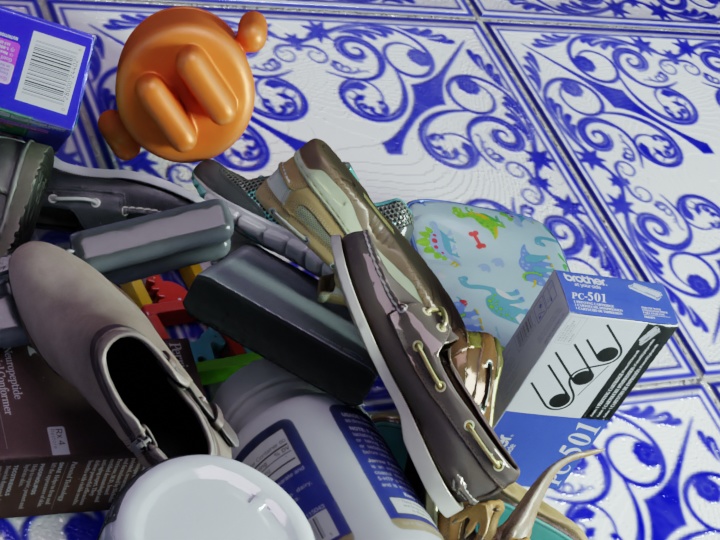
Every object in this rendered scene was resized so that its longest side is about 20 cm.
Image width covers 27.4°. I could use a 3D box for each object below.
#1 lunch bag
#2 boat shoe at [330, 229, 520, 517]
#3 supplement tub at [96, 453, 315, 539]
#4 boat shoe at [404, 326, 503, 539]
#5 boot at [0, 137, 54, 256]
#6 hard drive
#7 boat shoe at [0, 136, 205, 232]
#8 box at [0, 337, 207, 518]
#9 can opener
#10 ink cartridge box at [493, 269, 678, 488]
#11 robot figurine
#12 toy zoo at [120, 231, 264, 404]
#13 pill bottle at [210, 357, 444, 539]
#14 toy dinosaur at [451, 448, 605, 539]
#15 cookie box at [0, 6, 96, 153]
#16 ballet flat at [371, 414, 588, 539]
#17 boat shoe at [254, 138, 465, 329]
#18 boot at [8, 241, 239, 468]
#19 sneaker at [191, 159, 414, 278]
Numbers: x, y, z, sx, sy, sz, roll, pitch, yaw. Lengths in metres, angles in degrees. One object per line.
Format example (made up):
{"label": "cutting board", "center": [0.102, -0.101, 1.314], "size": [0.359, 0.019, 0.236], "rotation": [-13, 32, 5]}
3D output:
{"label": "lunch bag", "center": [0.101, 0.032, 1.225], "size": [0.160, 0.083, 0.201], "rotation": [7, 42, -22]}
{"label": "boat shoe", "center": [0.040, 0.059, 0.979], "size": [0.201, 0.059, 0.072], "rotation": [66, 8, 9]}
{"label": "supplement tub", "center": [-0.108, 0.208, 0.849], "size": [0.122, 0.201, 0.123], "rotation": [13, 45, -14]}
{"label": "boat shoe", "center": [0.068, 0.141, 1.039], "size": [0.067, 0.202, 0.072], "rotation": [3, 1, -16]}
{"label": "boot", "center": [-0.340, -0.043, 1.073], "size": [0.198, 0.073, 0.183], "rotation": [15, 66, -2]}
{"label": "hard drive", "center": [-0.046, 0.035, 1.078], "size": [0.139, 0.033, 0.200], "rotation": [30, 9, 1]}
{"label": "boat shoe", "center": [-0.212, -0.047, 1.147], "size": [0.198, 0.076, 0.061], "rotation": [13, 69, 2]}
{"label": "box", "center": [-0.204, 0.106, 1.000], "size": [0.199, 0.075, 0.101], "rotation": [1, 48, -30]}
{"label": "can opener", "center": [-0.180, 0.003, 1.018], "size": [0.199, 0.053, 0.067], "rotation": [-19, 72, -19]}
{"label": "ink cartridge box", "center": [0.148, 0.086, 1.111], "size": [0.093, 0.201, 0.044], "rotation": [7, 45, -22]}
{"label": "robot figurine", "center": [-0.149, -0.158, 1.238], "size": [0.116, 0.145, 0.200], "rotation": [16, 15, -12]}
{"label": "toy zoo", "center": [-0.113, 0.031, 1.163], "size": [0.130, 0.021, 0.201], "rotation": [-8, 52, -34]}
{"label": "pill bottle", "center": [-0.028, 0.155, 1.001], "size": [0.119, 0.120, 0.200], "rotation": [-1, 38, -29]}
{"label": "toy dinosaur", "center": [0.104, 0.189, 1.029], "size": [0.060, 0.106, 0.201], "rotation": [20, 73, 21]}
{"label": "cookie box", "center": [-0.296, -0.154, 1.120], "size": [0.170, 0.200, 0.076], "rotation": [16, 86, -14]}
{"label": "ballet flat", "center": [0.083, 0.173, 1.107], "size": [0.199, 0.069, 0.063], "rotation": [34, 9, 3]}
{"label": "boat shoe", "center": [0.000, 0.000, 1.084], "size": [0.200, 0.076, 0.072], "rotation": [51, 11, -13]}
{"label": "boot", "center": [-0.149, 0.053, 0.906], "size": [0.070, 0.146, 0.200], "rotation": [-42, 91, -11]}
{"label": "sneaker", "center": [-0.041, -0.051, 1.174], "size": [0.199, 0.092, 0.078], "rotation": [28, -4, 18]}
